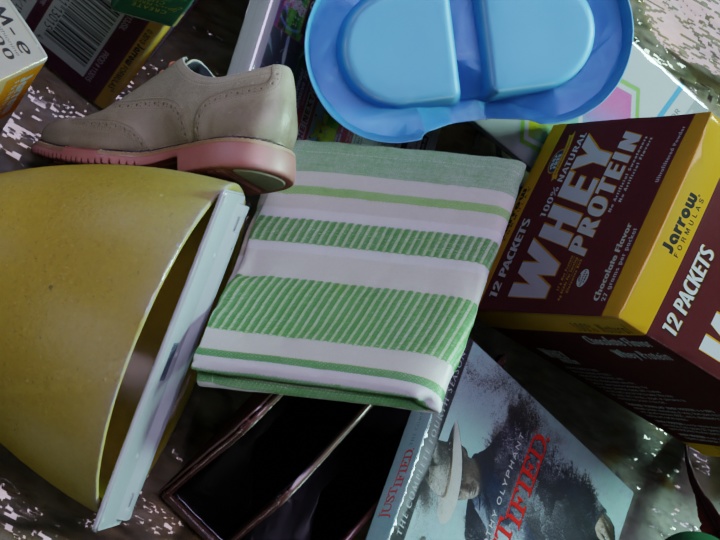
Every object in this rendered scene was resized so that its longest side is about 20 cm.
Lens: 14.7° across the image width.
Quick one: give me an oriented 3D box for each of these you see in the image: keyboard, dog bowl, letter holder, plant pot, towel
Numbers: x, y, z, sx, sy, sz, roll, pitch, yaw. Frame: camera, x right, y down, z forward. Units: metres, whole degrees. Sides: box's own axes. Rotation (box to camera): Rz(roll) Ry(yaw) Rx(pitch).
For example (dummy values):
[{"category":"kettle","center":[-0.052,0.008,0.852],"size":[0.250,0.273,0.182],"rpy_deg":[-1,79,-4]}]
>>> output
[{"category":"keyboard","center":[-0.106,0.050,1.552],"size":[0.011,0.056,0.201],"rpy_deg":[21,92,14]},{"category":"dog bowl","center":[0.063,-0.138,1.685],"size":[0.199,0.050,0.112],"rpy_deg":[-8,94,-6]},{"category":"letter holder","center":[-0.001,0.080,1.646],"size":[0.101,0.142,0.200],"rpy_deg":[44,56,-1]},{"category":"plant pot","center":[-0.169,0.019,1.582],"size":[0.141,0.200,0.201],"rpy_deg":[22,57,8]},{"category":"towel","center":[0.000,0.000,1.594],"size":[0.152,0.023,0.200],"rpy_deg":[6,43,15]}]

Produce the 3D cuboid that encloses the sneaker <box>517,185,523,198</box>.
[{"category":"sneaker","center":[0.132,-0.004,1.783],"size":[0.199,0.078,0.066],"rpy_deg":[27,56,-23]}]

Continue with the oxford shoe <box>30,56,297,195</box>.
[{"category":"oxford shoe","center":[-0.111,-0.085,1.647],"size":[0.071,0.199,0.074],"rpy_deg":[22,74,-51]}]

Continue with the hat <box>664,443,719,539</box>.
[{"category":"hat","center":[0.216,0.166,1.681],"size":[0.165,0.199,0.177],"rpy_deg":[23,74,-42]}]

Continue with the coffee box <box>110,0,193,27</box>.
[{"category":"coffee box","center":[-0.083,-0.236,1.565],"size":[0.044,0.200,0.124],"rpy_deg":[13,60,-21]}]

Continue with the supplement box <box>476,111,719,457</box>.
[{"category":"supplement box","center":[0.208,0.014,1.676],"size":[0.199,0.197,0.133],"rpy_deg":[31,78,-21]}]

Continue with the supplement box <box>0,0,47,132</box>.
[{"category":"supplement box","center":[-0.290,-0.082,1.593],"size":[0.200,0.126,0.074],"rpy_deg":[-31,82,-32]}]

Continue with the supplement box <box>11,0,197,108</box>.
[{"category":"supplement box","center":[-0.123,-0.220,1.734],"size":[0.103,0.131,0.200],"rpy_deg":[39,55,-3]}]

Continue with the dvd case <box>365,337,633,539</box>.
[{"category":"dvd case","center":[0.086,0.148,1.664],"size":[0.200,0.022,0.147],"rpy_deg":[43,57,-38]}]

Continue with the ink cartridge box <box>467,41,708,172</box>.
[{"category":"ink cartridge box","center":[0.115,-0.123,1.764],"size":[0.200,0.059,0.104],"rpy_deg":[37,91,-31]}]

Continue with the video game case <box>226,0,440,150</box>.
[{"category":"video game case","center":[-0.002,-0.146,1.743],"size":[0.182,0.023,0.201],"rpy_deg":[32,70,-46]}]

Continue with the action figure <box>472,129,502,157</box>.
[{"category":"action figure","center":[0.134,-0.161,1.851],"size":[0.200,0.102,0.119],"rpy_deg":[-49,126,3]}]
